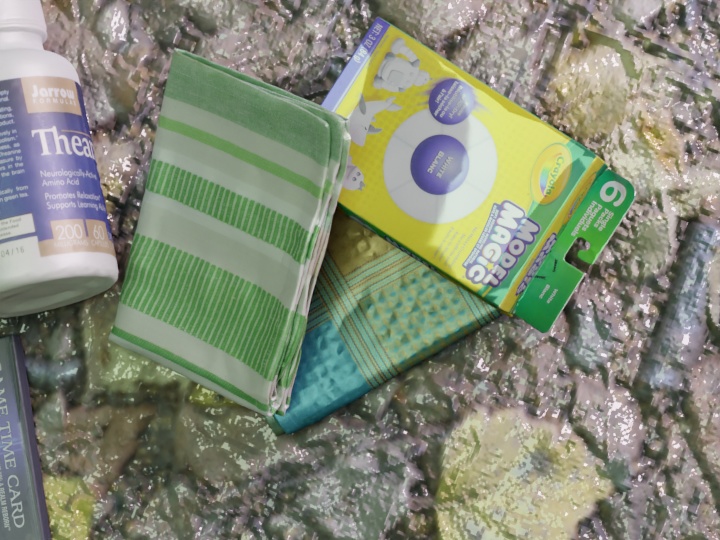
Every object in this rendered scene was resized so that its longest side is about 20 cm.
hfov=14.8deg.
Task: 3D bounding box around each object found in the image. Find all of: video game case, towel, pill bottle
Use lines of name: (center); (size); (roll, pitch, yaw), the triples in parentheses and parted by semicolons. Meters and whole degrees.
video game case: (-0.311, 0.132, 1.849); (0.200, 0.019, 0.143); (-12, 80, 13)
towel: (0.000, 0.000, 1.780); (0.200, 0.022, 0.147); (-29, 76, 9)
pill bottle: (-0.230, -0.077, 1.805); (0.111, 0.111, 0.200); (-15, 80, 13)
towel: (-0.085, -0.024, 1.763); (0.152, 0.023, 0.200); (23, 108, 32)

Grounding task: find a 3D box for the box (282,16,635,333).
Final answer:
box: (0.063, -0.058, 1.738); (0.200, 0.048, 0.117); (33, 92, 15)
